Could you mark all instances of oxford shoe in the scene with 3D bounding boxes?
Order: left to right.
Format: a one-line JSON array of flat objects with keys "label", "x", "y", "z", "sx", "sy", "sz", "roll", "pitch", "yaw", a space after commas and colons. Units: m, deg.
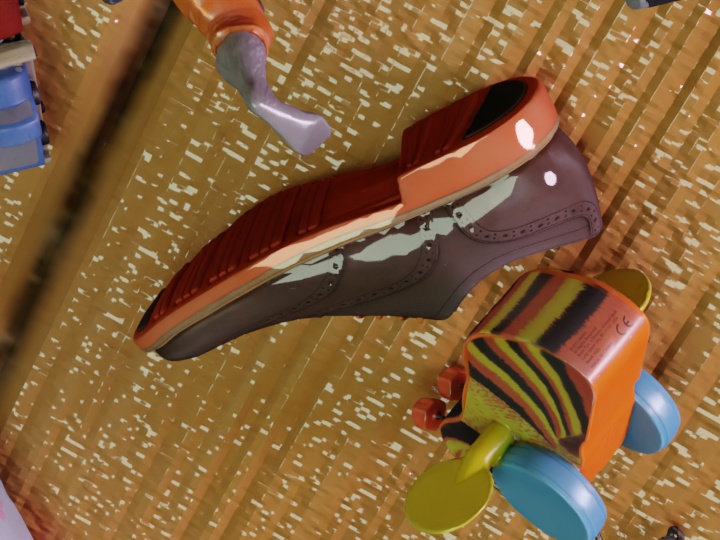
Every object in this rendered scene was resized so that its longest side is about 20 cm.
[{"label": "oxford shoe", "x": 0.000, "y": 0.000, "z": 0.829, "sx": 0.200, "sy": 0.071, "sz": 0.073, "roll": -25, "pitch": 112, "yaw": 24}]

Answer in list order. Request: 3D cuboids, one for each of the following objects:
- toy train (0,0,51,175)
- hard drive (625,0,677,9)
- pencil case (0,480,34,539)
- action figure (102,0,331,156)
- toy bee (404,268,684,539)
[{"label": "toy train", "x": -0.143, "y": -0.112, "z": 0.799, "sx": 0.034, "sy": 0.046, "sz": 0.200, "roll": -16, "pitch": 133, "yaw": -14}, {"label": "hard drive", "x": 0.118, "y": -0.192, "z": 0.719, "sx": 0.135, "sy": 0.042, "sz": 0.200, "roll": -12, "pitch": 111, "yaw": 20}, {"label": "pencil case", "x": -0.201, "y": 0.105, "z": 0.921, "sx": 0.083, "sy": 0.091, "sz": 0.200, "roll": -19, "pitch": 108, "yaw": 22}, {"label": "action figure", "x": -0.056, "y": -0.163, "z": 0.735, "sx": 0.193, "sy": 0.105, "sz": 0.200, "roll": 36, "pitch": 118, "yaw": 28}, {"label": "toy bee", "x": 0.061, "y": 0.064, "z": 0.823, "sx": 0.109, "sy": 0.131, "sz": 0.200, "roll": 29, "pitch": 133, "yaw": 28}]
